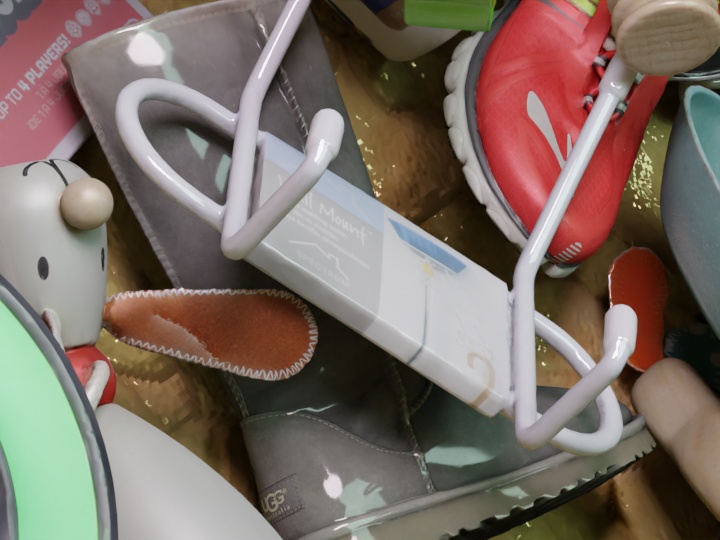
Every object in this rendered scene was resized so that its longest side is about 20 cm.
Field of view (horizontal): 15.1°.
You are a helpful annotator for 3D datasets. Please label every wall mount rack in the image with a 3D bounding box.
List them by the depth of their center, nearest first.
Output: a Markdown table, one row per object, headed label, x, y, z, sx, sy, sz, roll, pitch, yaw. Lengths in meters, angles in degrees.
| label | x | y | z | sx | sy | sz | roll | pitch | yaw |
| --- | --- | --- | --- | --- | --- | --- | --- | --- | --- |
| wall mount rack | 0.024 | -0.035 | 0.872 | 0.200 | 0.075 | 0.174 | 33 | 30 | -18 |

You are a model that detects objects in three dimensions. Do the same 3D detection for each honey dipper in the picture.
| label | x | y | z | sx | sy | sz | roll | pitch | yaw |
| --- | --- | --- | --- | --- | --- | --- | --- | --- | --- |
| honey dipper | 0.094 | -0.155 | 0.975 | 0.038 | 0.038 | 0.200 | 21 | 44 | -31 |

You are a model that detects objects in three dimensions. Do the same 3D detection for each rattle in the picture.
| label | x | y | z | sx | sy | sz | roll | pitch | yaw |
| --- | --- | --- | --- | --- | --- | --- | --- | --- | --- |
| rattle | 0.115 | 0.105 | 0.999 | 0.130 | 0.143 | 0.200 | 9 | 32 | -51 |

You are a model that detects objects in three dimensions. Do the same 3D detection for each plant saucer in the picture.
| label | x | y | z | sx | sy | sz | roll | pitch | yaw |
| --- | --- | --- | --- | --- | --- | --- | --- | --- | --- |
| plant saucer | 0.167 | 0.022 | 0.996 | 0.200 | 0.036 | 0.200 | 47 | 18 | -20 |

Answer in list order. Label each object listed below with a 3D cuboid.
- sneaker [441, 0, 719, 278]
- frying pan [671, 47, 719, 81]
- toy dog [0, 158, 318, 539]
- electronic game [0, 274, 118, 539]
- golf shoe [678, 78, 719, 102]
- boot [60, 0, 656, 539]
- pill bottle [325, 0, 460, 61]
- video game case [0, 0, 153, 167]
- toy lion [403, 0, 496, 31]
| label | x | y | z | sx | sy | sz | roll | pitch | yaw |
| --- | --- | --- | --- | --- | --- | --- | --- | --- | --- |
| sneaker | 0.091 | -0.088 | 0.985 | 0.077 | 0.085 | 0.200 | 39 | 49 | -26 |
| frying pan | 0.147 | -0.131 | 1.128 | 0.190 | 0.031 | 0.115 | -16 | 55 | -31 |
| toy dog | -0.057 | 0.059 | 0.813 | 0.200 | 0.096 | 0.132 | 54 | 46 | -10 |
| electronic game | -0.162 | 0.070 | 0.721 | 0.200 | 0.042 | 0.200 | 5 | 74 | -18 |
| golf shoe | 0.206 | -0.018 | 1.126 | 0.088 | 0.077 | 0.200 | -25 | 75 | -39 |
| boot | 0.002 | -0.001 | 0.929 | 0.182 | 0.073 | 0.200 | -12 | 73 | -46 |
| pill bottle | -0.018 | -0.181 | 0.989 | 0.200 | 0.111 | 0.111 | 44 | 45 | -13 |
| video game case | -0.166 | -0.107 | 0.883 | 0.200 | 0.017 | 0.143 | 45 | 45 | -11 |
| toy lion | 0.038 | -0.168 | 0.851 | 0.069 | 0.200 | 0.192 | 5 | 87 | 4 |
